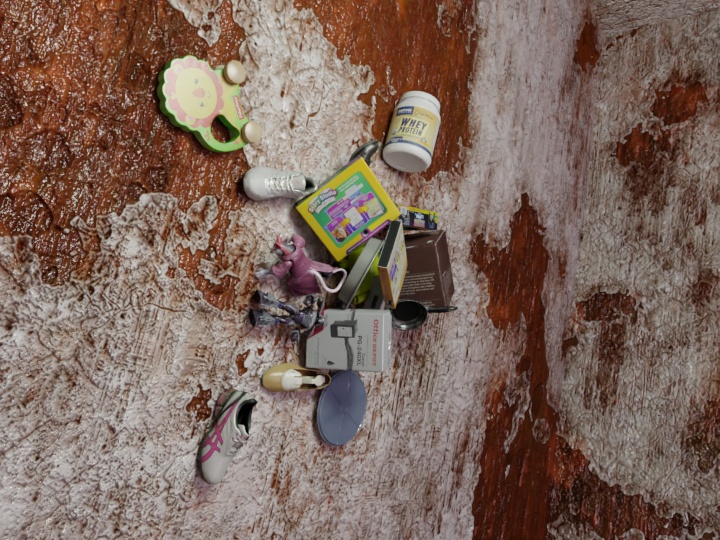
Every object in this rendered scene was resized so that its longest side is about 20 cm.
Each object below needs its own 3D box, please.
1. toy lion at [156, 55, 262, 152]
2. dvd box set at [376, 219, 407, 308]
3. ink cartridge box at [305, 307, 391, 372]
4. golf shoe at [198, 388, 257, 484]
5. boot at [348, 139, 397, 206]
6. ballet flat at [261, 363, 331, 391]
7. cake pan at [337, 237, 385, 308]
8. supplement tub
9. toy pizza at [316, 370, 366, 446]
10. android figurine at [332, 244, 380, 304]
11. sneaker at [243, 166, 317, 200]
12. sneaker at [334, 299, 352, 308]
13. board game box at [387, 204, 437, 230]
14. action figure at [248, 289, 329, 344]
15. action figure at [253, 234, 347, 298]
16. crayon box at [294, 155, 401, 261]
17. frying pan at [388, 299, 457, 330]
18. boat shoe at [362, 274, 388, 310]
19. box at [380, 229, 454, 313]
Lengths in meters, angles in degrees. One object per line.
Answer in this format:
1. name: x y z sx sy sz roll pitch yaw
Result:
1. toy lion: -0.314 -0.337 1.181 0.191 0.068 0.201 -32 116 -39
2. dvd box set: 0.085 -0.013 1.479 0.200 0.029 0.147 75 29 -57
3. ink cartridge box: -0.028 0.170 1.428 0.083 0.199 0.146 4 87 -76
4. golf shoe: -0.279 0.353 1.217 0.072 0.092 0.201 30 70 -49
5. boot: 0.028 -0.216 1.489 0.200 0.174 0.069 -50 172 5
6. ballet flat: -0.148 0.261 1.399 0.199 0.063 0.069 8 86 -51
7. cake pan: 0.000 0.000 1.450 0.037 0.200 0.201 30 59 1
8. supplement tub: 0.154 -0.406 1.691 0.144 0.144 0.201 32 67 -47
9. toy pizza: -0.054 0.367 1.547 0.200 0.032 0.202 -4 96 -51
10. android figurine: 0.001 -0.004 1.595 0.200 0.041 0.183 -23 109 -48
11. sneaker: -0.177 -0.203 1.319 0.199 0.099 0.079 -13 101 -50
12. sneaker: -0.014 0.165 1.553 0.075 0.079 0.201 -36 117 -44
13. board game box: 0.096 -0.145 1.609 0.199 0.165 0.057 3 89 -51
14. action figure: -0.158 0.106 1.344 0.199 0.069 0.131 14 98 -31
15. action figure: -0.145 -0.007 1.339 0.134 0.148 0.200 -62 149 -20
16. crayon box: -0.031 -0.151 1.415 0.200 0.058 0.173 -36 107 3
17. frying pan: 0.160 0.105 1.596 0.115 0.189 0.031 48 22 -33
18. boat shoe: 0.047 0.107 1.603 0.064 0.071 0.201 10 106 -57
19. box: 0.171 0.005 1.678 0.164 0.165 0.201 -45 127 -65
